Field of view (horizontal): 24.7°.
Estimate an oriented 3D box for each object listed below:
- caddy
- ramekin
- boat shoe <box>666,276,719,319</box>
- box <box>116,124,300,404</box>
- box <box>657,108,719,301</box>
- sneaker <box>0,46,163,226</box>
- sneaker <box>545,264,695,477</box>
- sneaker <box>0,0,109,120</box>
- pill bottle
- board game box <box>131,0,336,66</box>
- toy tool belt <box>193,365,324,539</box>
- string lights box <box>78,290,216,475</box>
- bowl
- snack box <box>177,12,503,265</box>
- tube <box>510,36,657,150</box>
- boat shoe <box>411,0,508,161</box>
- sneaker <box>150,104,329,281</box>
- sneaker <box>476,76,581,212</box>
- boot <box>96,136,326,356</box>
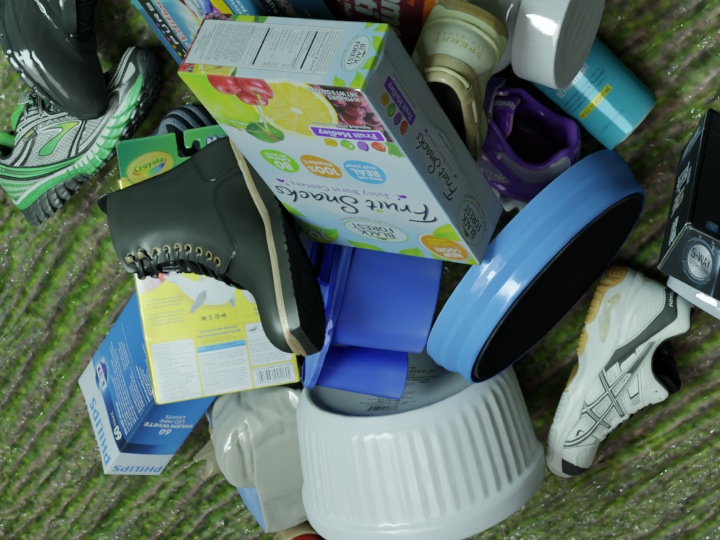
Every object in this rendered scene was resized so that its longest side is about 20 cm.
[{"bbox_3d":[0.000,0.000,1.236,0.104,0.202,0.142,15,141,-6],"label":"caddy"},{"bbox_3d":[0.042,0.126,1.307,0.198,0.200,0.106,-5,112,20],"label":"ramekin"},{"bbox_3d":[0.331,0.027,1.235,0.198,0.074,0.067,25,98,3],"label":"boat shoe"},{"bbox_3d":[-0.117,-0.008,1.254,0.116,0.048,0.203,-8,98,-1],"label":"box"},{"bbox_3d":[0.312,-0.014,1.146,0.198,0.161,0.044,27,128,-1],"label":"box"},{"bbox_3d":[-0.231,-0.115,1.302,0.085,0.078,0.199,45,124,-13],"label":"sneaker"},{"bbox_3d":[0.206,0.095,1.301,0.087,0.076,0.202,19,127,9],"label":"sneaker"},{"bbox_3d":[-0.228,-0.210,1.217,0.090,0.076,0.202,-23,94,19],"label":"sneaker"},{"bbox_3d":[0.059,-0.197,1.112,0.198,0.110,0.111,22,128,20],"label":"pill bottle"},{"bbox_3d":[-0.092,-0.180,1.163,0.152,0.047,0.199,53,161,-19],"label":"board game box"},{"bbox_3d":[-0.080,0.159,1.430,0.124,0.123,0.202,-21,127,-13],"label":"toy tool belt"},{"bbox_3d":[-0.164,0.073,1.383,0.058,0.103,0.200,5,137,-36],"label":"string lights box"},{"bbox_3d":[0.131,0.002,1.189,0.039,0.200,0.202,43,128,17],"label":"bowl"},{"bbox_3d":[-0.008,-0.082,1.058,0.141,0.053,0.200,11,155,33],"label":"snack box"},{"bbox_3d":[0.124,-0.172,1.177,0.200,0.050,0.078,42,116,-2],"label":"tube"},{"bbox_3d":[0.050,-0.099,1.093,0.072,0.064,0.201,24,154,1],"label":"boat shoe"},{"bbox_3d":[-0.105,-0.037,1.327,0.087,0.074,0.201,-30,99,42],"label":"sneaker"},{"bbox_3d":[0.077,-0.109,1.192,0.198,0.081,0.089,22,158,-3],"label":"sneaker"},{"bbox_3d":[-0.107,-0.002,1.160,0.137,0.201,0.078,-22,136,5],"label":"boot"}]
